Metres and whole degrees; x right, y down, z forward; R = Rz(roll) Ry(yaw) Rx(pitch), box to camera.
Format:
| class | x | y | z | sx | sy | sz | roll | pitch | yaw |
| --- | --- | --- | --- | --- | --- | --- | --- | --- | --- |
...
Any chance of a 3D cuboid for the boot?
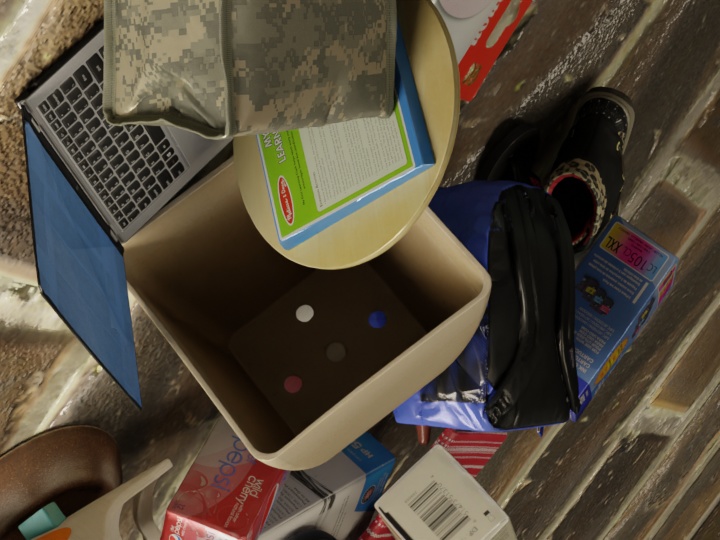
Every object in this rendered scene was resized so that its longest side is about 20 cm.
| class | x | y | z | sx | sy | sz | roll | pitch | yaw |
| --- | --- | --- | --- | --- | --- | --- | --- | --- | --- |
| boot | 0.204 | -0.055 | 1.551 | 0.154 | 0.073 | 0.204 | -60 | 161 | -50 |

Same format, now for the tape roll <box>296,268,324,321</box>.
| class | x | y | z | sx | sy | sz | roll | pitch | yaw |
| --- | --- | --- | --- | --- | --- | --- | --- | --- | --- |
| tape roll | 0.000 | 0.000 | 1.403 | 0.203 | 0.037 | 0.203 | -37 | 150 | -25 |

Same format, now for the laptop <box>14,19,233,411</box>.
| class | x | y | z | sx | sy | sz | roll | pitch | yaw |
| --- | --- | --- | --- | --- | --- | --- | --- | --- | --- |
| laptop | -0.134 | -0.048 | 1.046 | 0.200 | 0.116 | 0.187 | -45 | 153 | -11 |

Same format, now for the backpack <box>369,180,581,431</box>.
| class | x | y | z | sx | sy | sz | roll | pitch | yaw |
| --- | --- | --- | --- | --- | --- | --- | --- | --- | --- |
| backpack | 0.085 | 0.025 | 1.350 | 0.162 | 0.167 | 0.201 | 1 | 92 | -62 |

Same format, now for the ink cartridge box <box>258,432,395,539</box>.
| class | x | y | z | sx | sy | sz | roll | pitch | yaw |
| --- | --- | --- | --- | --- | --- | --- | --- | --- | --- |
| ink cartridge box | -0.077 | 0.236 | 1.524 | 0.200 | 0.084 | 0.146 | -23 | 144 | -43 |

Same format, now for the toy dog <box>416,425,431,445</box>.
| class | x | y | z | sx | sy | sz | roll | pitch | yaw |
| --- | --- | --- | --- | --- | --- | --- | --- | --- | --- |
| toy dog | 0.085 | 0.109 | 1.585 | 0.200 | 0.132 | 0.097 | -10 | 97 | -43 |

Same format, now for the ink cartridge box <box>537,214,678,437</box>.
| class | x | y | z | sx | sy | sz | roll | pitch | yaw |
| --- | --- | --- | --- | --- | --- | --- | --- | --- | --- |
| ink cartridge box | 0.209 | 0.061 | 1.528 | 0.200 | 0.076 | 0.136 | -52 | 166 | -4 |

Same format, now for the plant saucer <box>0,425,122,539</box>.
| class | x | y | z | sx | sy | sz | roll | pitch | yaw |
| --- | --- | --- | --- | --- | --- | --- | --- | --- | --- |
| plant saucer | -0.256 | 0.210 | 1.273 | 0.200 | 0.037 | 0.201 | -38 | 151 | -25 |

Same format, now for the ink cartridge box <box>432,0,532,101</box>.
| class | x | y | z | sx | sy | sz | roll | pitch | yaw |
| --- | --- | --- | --- | --- | --- | --- | --- | --- | --- |
| ink cartridge box | 0.092 | -0.200 | 1.224 | 0.200 | 0.057 | 0.163 | 13 | 113 | -55 |

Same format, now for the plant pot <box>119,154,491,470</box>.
| class | x | y | z | sx | sy | sz | roll | pitch | yaw |
| --- | --- | --- | --- | --- | --- | --- | --- | --- | --- |
| plant pot | -0.033 | 0.031 | 1.201 | 0.200 | 0.200 | 0.177 | -37 | 158 | -7 |

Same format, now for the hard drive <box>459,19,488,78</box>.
| class | x | y | z | sx | sy | sz | roll | pitch | yaw |
| --- | --- | --- | --- | --- | --- | --- | --- | --- | --- |
| hard drive | 0.031 | -0.191 | 1.221 | 0.200 | 0.025 | 0.132 | -18 | 138 | -47 |

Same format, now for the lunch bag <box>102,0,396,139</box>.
| class | x | y | z | sx | sy | sz | roll | pitch | yaw |
| --- | --- | --- | --- | --- | --- | --- | --- | --- | --- |
| lunch bag | -0.065 | -0.187 | 0.971 | 0.164 | 0.117 | 0.201 | -15 | 111 | -51 |

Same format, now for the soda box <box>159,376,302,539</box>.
| class | x | y | z | sx | sy | sz | roll | pitch | yaw |
| --- | --- | --- | --- | --- | --- | --- | --- | --- | --- |
| soda box | -0.097 | 0.162 | 1.333 | 0.200 | 0.070 | 0.064 | -63 | 172 | -53 |

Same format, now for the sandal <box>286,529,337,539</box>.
| class | x | y | z | sx | sy | sz | roll | pitch | yaw |
| --- | --- | --- | --- | --- | --- | --- | --- | --- | --- |
| sandal | -0.027 | 0.285 | 1.496 | 0.076 | 0.043 | 0.200 | -51 | 145 | 8 |

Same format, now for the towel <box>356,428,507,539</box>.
| class | x | y | z | sx | sy | sz | roll | pitch | yaw |
| --- | --- | --- | --- | --- | --- | --- | --- | --- | --- |
| towel | 0.054 | 0.230 | 1.602 | 0.200 | 0.022 | 0.145 | -53 | 157 | 12 |

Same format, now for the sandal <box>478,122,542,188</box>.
| class | x | y | z | sx | sy | sz | roll | pitch | yaw |
| --- | --- | --- | --- | --- | --- | --- | --- | --- | --- |
| sandal | 0.140 | -0.056 | 1.538 | 0.075 | 0.045 | 0.200 | -30 | 146 | -36 |

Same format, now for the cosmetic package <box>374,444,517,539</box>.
| class | x | y | z | sx | sy | sz | roll | pitch | yaw |
| --- | --- | --- | --- | --- | --- | --- | --- | --- | --- |
| cosmetic package | 0.089 | 0.254 | 1.546 | 0.087 | 0.103 | 0.200 | -42 | 154 | -8 |

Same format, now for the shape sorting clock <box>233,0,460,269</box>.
| class | x | y | z | sx | sy | sz | roll | pitch | yaw |
| --- | --- | --- | --- | --- | --- | --- | --- | --- | --- |
| shape sorting clock | -0.012 | -0.100 | 1.077 | 0.039 | 0.200 | 0.200 | 12 | 115 | -50 |

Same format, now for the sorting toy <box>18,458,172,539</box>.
| class | x | y | z | sx | sy | sz | roll | pitch | yaw |
| --- | --- | --- | --- | --- | --- | --- | --- | --- | --- |
| sorting toy | -0.206 | 0.228 | 1.237 | 0.180 | 0.107 | 0.200 | -39 | 150 | -40 |
